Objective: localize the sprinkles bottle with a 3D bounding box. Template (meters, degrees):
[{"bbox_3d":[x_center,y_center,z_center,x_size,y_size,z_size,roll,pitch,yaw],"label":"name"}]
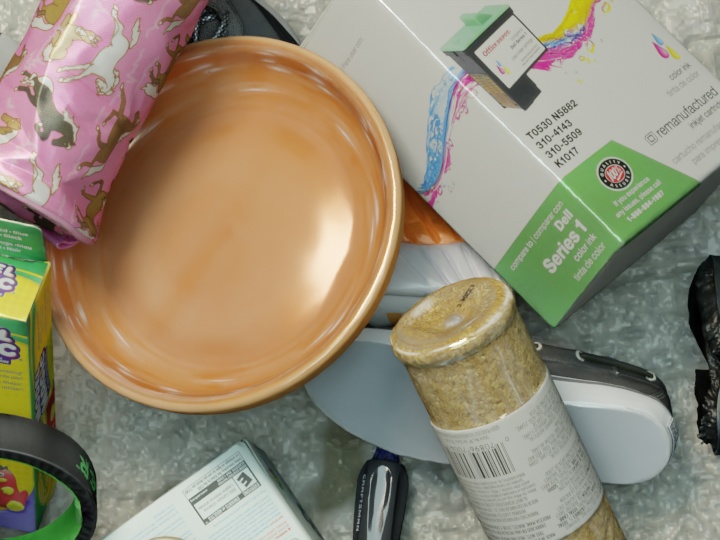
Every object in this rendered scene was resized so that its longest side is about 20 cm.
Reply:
[{"bbox_3d":[0.084,0.102,1.366,0.068,0.068,0.201,-27,114,0],"label":"sprinkles bottle"}]

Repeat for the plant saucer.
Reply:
[{"bbox_3d":[-0.069,-0.021,1.378,0.199,0.037,0.201,-6,72,18],"label":"plant saucer"}]

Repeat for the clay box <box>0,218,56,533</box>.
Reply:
[{"bbox_3d":[-0.218,0.048,1.386,0.114,0.200,0.048,11,48,6],"label":"clay box"}]

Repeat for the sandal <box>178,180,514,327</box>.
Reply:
[{"bbox_3d":[-0.001,-0.007,1.434,0.206,0.059,0.080,-4,60,0],"label":"sandal"}]

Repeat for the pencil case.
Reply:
[{"bbox_3d":[-0.126,-0.112,1.359,0.086,0.083,0.201,31,85,-14],"label":"pencil case"}]

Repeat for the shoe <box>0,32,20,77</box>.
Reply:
[{"bbox_3d":[-0.238,-0.095,1.401,0.091,0.200,0.072,25,108,-5],"label":"shoe"}]

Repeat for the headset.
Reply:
[{"bbox_3d":[-0.234,0.130,1.368,0.199,0.124,0.094,-2,50,-2],"label":"headset"}]

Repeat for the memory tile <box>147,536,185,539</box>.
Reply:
[{"bbox_3d":[-0.123,0.247,1.372,0.153,0.017,0.201,-20,81,2],"label":"memory tile"}]

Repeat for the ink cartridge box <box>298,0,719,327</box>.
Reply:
[{"bbox_3d":[0.088,-0.092,1.405,0.200,0.084,0.145,45,49,10],"label":"ink cartridge box"}]

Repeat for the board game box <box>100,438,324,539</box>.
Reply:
[{"bbox_3d":[-0.060,0.213,1.411,0.147,0.064,0.200,-35,79,-1],"label":"board game box"}]

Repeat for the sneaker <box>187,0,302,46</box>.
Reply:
[{"bbox_3d":[-0.113,-0.149,1.446,0.200,0.114,0.076,35,85,9],"label":"sneaker"}]

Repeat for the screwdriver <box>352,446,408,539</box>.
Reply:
[{"bbox_3d":[0.018,0.063,1.446,0.028,0.029,0.201,6,82,5],"label":"screwdriver"}]

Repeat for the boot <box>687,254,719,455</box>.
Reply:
[{"bbox_3d":[0.259,0.002,1.412,0.167,0.076,0.201,4,87,1],"label":"boot"}]

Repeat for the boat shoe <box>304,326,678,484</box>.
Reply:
[{"bbox_3d":[0.070,0.059,1.423,0.199,0.066,0.070,9,123,3],"label":"boat shoe"}]
